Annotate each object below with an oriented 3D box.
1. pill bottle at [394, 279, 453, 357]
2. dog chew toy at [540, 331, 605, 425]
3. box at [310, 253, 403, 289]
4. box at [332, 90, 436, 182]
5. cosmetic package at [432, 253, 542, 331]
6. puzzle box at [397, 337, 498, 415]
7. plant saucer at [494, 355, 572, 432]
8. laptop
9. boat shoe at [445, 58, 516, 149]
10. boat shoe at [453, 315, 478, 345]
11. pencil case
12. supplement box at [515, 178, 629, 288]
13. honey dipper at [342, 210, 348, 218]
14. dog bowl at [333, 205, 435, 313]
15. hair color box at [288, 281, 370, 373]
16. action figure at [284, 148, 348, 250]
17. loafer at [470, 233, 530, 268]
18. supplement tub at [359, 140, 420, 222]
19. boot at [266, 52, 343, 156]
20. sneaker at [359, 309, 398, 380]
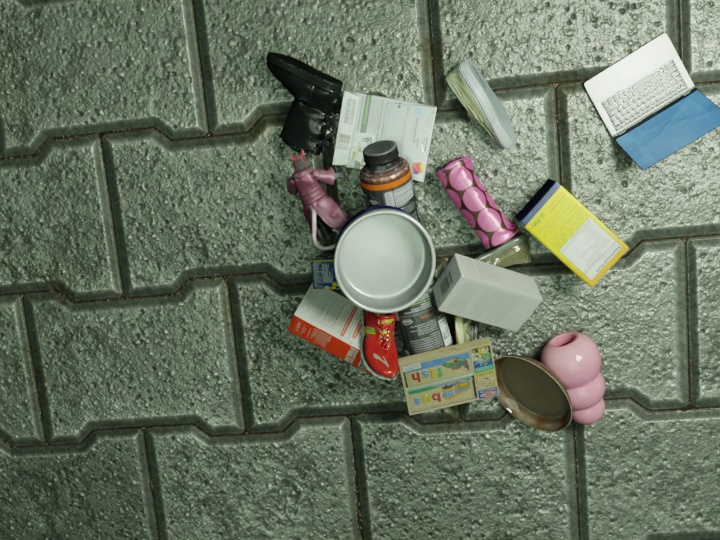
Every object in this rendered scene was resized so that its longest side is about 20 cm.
[{"bbox_3d":[0.135,0.128,1.616,0.105,0.106,0.203,-15,98,9],"label":"pill bottle"},{"bbox_3d":[0.455,0.233,1.596,0.123,0.125,0.203,-20,104,9],"label":"dog chew toy"},{"bbox_3d":[0.000,0.000,1.598,0.197,0.070,0.065,0,104,17],"label":"box"},{"bbox_3d":[0.050,-0.280,1.591,0.196,0.041,0.159,11,101,6],"label":"box"},{"bbox_3d":[0.258,0.047,1.554,0.197,0.072,0.102,16,127,-22],"label":"cosmetic package"},{"bbox_3d":[0.183,0.222,1.581,0.197,0.026,0.135,-14,117,1],"label":"puzzle box"},{"bbox_3d":[0.359,0.252,1.597,0.032,0.200,0.201,-40,94,-33],"label":"plant saucer"},{"bbox_3d":[0.573,-0.332,1.486,0.186,0.116,0.202,-30,95,10],"label":"laptop"},{"bbox_3d":[0.247,-0.332,1.555,0.062,0.072,0.202,-30,92,35],"label":"boat shoe"},{"bbox_3d":[0.240,0.179,1.631,0.064,0.073,0.204,-7,99,13],"label":"boat shoe"},{"bbox_3d":[0.242,-0.144,1.572,0.201,0.093,0.090,56,145,-5],"label":"pencil case"},{"bbox_3d":[0.426,-0.078,1.549,0.200,0.110,0.109,42,102,-1],"label":"supplement box"},{"bbox_3d":[0.020,-0.049,1.639,0.038,0.038,0.201,-38,90,11],"label":"honey dipper"},{"bbox_3d":[0.045,-0.023,1.489,0.196,0.079,0.204,-1,103,-2],"label":"dog bowl"},{"bbox_3d":[-0.042,0.121,1.628,0.198,0.112,0.064,27,136,2],"label":"hair color box"},{"bbox_3d":[-0.105,-0.150,1.574,0.132,0.149,0.202,-17,111,25],"label":"action figure"},{"bbox_3d":[0.270,-0.005,1.595,0.198,0.075,0.070,-28,92,10],"label":"loafer"},{"bbox_3d":[0.058,-0.158,1.548,0.105,0.107,0.203,-10,119,8],"label":"supplement tub"},{"bbox_3d":[-0.132,-0.344,1.585,0.196,0.073,0.164,29,117,17],"label":"boot"},{"bbox_3d":[0.041,0.127,1.556,0.076,0.202,0.085,4,141,-20],"label":"sneaker"}]
